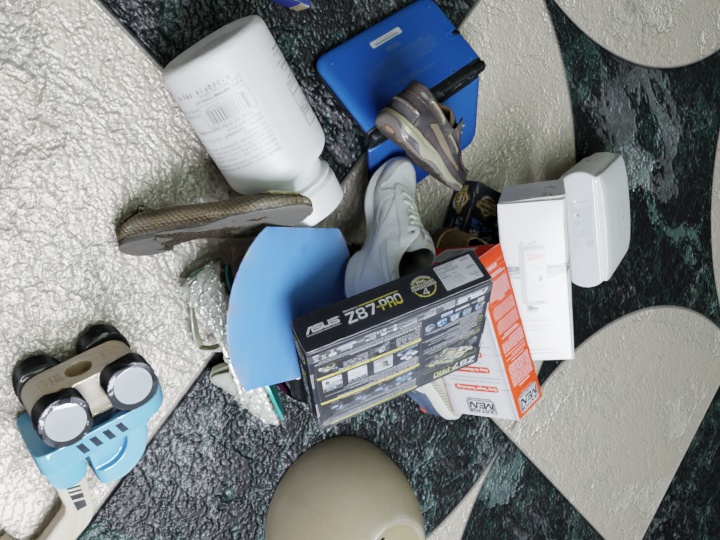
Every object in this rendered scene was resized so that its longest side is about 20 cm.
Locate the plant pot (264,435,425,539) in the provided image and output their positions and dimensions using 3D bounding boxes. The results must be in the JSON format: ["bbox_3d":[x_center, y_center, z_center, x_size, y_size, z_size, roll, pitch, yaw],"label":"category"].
[{"bbox_3d":[0.002,0.320,0.885,0.199,0.134,0.202,-7,101,-36],"label":"plant pot"}]

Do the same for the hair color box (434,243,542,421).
[{"bbox_3d":[0.138,0.074,0.870,0.061,0.101,0.202,-30,109,-41],"label":"hair color box"}]

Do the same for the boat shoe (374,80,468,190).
[{"bbox_3d":[0.090,-0.151,0.831,0.074,0.074,0.200,-53,154,5],"label":"boat shoe"}]

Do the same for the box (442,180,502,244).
[{"bbox_3d":[0.187,0.001,1.020,0.199,0.050,0.200,21,85,-36],"label":"box"}]

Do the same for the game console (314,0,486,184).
[{"bbox_3d":[0.050,-0.206,0.902,0.200,0.118,0.171,-37,87,-26],"label":"game console"}]

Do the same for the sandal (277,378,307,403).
[{"bbox_3d":[-0.085,0.095,0.822,0.048,0.075,0.202,-37,108,-27],"label":"sandal"}]

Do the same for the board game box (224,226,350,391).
[{"bbox_3d":[-0.080,0.032,0.751,0.199,0.039,0.160,-4,102,-56],"label":"board game box"}]

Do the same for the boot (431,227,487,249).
[{"bbox_3d":[0.149,0.043,0.927,0.073,0.075,0.201,-33,115,-27],"label":"boot"}]

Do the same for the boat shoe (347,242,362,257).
[{"bbox_3d":[-0.001,0.000,0.865,0.200,0.072,0.068,-39,117,-26],"label":"boat shoe"}]

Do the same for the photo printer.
[{"bbox_3d":[0.354,-0.085,1.084,0.200,0.069,0.168,-32,116,-55],"label":"photo printer"}]

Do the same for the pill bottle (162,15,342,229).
[{"bbox_3d":[-0.101,-0.141,0.740,0.114,0.114,0.201,-43,120,-23],"label":"pill bottle"}]

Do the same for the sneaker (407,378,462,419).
[{"bbox_3d":[0.061,0.107,0.923,0.075,0.084,0.201,-43,116,-37],"label":"sneaker"}]

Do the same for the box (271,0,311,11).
[{"bbox_3d":[-0.130,-0.354,0.732,0.199,0.032,0.122,6,94,-40],"label":"box"}]

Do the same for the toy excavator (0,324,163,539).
[{"bbox_3d":[-0.270,0.184,0.692,0.194,0.100,0.202,-28,122,-29],"label":"toy excavator"}]

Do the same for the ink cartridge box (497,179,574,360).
[{"bbox_3d":[0.225,-0.004,0.928,0.147,0.082,0.202,-46,130,-70],"label":"ink cartridge box"}]

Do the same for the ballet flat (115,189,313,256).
[{"bbox_3d":[-0.144,-0.055,0.708,0.067,0.198,0.047,56,25,-69],"label":"ballet flat"}]

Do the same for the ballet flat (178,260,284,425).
[{"bbox_3d":[-0.142,0.085,0.790,0.071,0.072,0.202,-29,112,-29],"label":"ballet flat"}]

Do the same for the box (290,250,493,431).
[{"bbox_3d":[0.035,0.076,0.749,0.198,0.049,0.162,-22,143,-13],"label":"box"}]

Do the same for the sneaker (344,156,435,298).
[{"bbox_3d":[0.048,-0.041,0.812,0.075,0.099,0.202,42,51,-45],"label":"sneaker"}]
